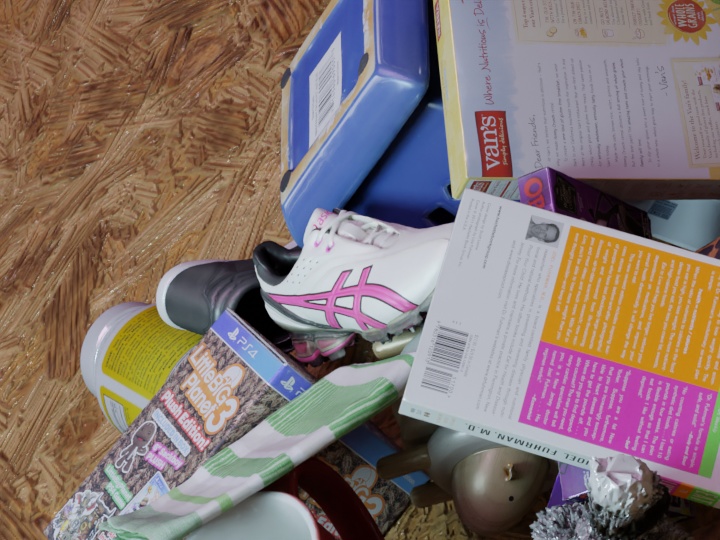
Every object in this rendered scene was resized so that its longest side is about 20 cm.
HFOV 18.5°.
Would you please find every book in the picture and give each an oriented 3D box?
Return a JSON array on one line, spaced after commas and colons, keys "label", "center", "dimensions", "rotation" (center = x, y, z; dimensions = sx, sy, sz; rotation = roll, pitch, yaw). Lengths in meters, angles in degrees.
[{"label": "book", "center": [0.135, 0.045, 1.248], "dimensions": [0.048, 0.199, 0.134], "rotation": [103, -176, -69]}]

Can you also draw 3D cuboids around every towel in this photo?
[{"label": "towel", "center": [-0.059, 0.110, 1.343], "dimensions": [0.199, 0.023, 0.152], "rotation": [-31, 4, -18]}]

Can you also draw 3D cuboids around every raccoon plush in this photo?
[{"label": "raccoon plush", "center": [0.124, 0.195, 1.224], "dimensions": [0.096, 0.200, 0.135], "rotation": [3, 65, 21]}]

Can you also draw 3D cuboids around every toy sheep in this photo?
[{"label": "toy sheep", "center": [0.079, 0.077, 1.420], "dimensions": [0.137, 0.138, 0.201], "rotation": [-25, 53, 31]}]

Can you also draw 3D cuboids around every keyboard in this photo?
[{"label": "keyboard", "center": [0.210, -0.047, 1.497], "dimensions": [0.200, 0.011, 0.056], "rotation": [24, 82, 54]}]

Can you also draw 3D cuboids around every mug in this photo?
[{"label": "mug", "center": [-0.004, 0.219, 1.320], "dimensions": [0.133, 0.200, 0.178], "rotation": [5, 61, 50]}]

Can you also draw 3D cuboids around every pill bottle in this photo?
[{"label": "pill bottle", "center": [-0.127, 0.087, 1.650], "dimensions": [0.113, 0.112, 0.200], "rotation": [-56, 36, -9]}]

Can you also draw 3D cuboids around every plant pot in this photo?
[{"label": "plant pot", "center": [0.052, -0.103, 1.520], "dimensions": [0.200, 0.179, 0.201], "rotation": [-52, 27, 39]}]

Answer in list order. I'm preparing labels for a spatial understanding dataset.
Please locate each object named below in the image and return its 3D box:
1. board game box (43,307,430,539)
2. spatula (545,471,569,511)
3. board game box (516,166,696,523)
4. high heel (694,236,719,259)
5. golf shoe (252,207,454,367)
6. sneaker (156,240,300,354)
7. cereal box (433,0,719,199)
[{"label": "board game box", "center": [-0.083, 0.159, 1.496], "dimensions": [0.200, 0.159, 0.097], "rotation": [-51, 36, -1]}, {"label": "spatula", "center": [0.153, 0.085, 1.380], "dimensions": [0.021, 0.056, 0.201], "rotation": [-34, 38, 55]}, {"label": "board game box", "center": [0.148, 0.047, 1.327], "dimensions": [0.032, 0.120, 0.201], "rotation": [-22, 65, 37]}, {"label": "high heel", "center": [0.257, -0.036, 1.384], "dimensions": [0.142, 0.071, 0.201], "rotation": [17, 73, 55]}, {"label": "golf shoe", "center": [0.000, 0.000, 1.422], "dimensions": [0.200, 0.092, 0.073], "rotation": [-22, 17, 48]}, {"label": "sneaker", "center": [-0.036, 0.020, 1.578], "dimensions": [0.099, 0.199, 0.071], "rotation": [27, 122, 54]}, {"label": "cereal box", "center": [0.149, -0.115, 1.387], "dimensions": [0.040, 0.199, 0.145], "rotation": [119, 149, -66]}]
